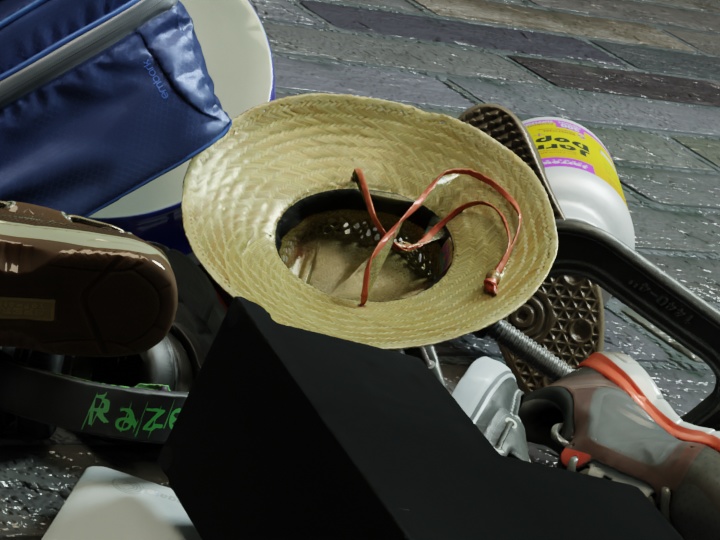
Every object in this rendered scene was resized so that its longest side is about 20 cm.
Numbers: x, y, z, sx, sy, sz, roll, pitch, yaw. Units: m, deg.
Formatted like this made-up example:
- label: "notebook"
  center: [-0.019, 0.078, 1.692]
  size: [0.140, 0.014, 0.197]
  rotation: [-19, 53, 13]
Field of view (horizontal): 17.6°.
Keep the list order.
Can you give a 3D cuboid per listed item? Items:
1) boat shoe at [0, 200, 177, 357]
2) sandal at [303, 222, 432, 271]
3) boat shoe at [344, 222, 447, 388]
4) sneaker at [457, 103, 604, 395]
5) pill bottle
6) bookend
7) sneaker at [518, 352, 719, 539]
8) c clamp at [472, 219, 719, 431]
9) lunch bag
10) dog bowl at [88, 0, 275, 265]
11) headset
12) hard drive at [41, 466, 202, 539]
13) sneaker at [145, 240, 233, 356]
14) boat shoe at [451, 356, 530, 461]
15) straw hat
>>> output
- label: "boat shoe"
  center: [-0.187, -0.002, 1.078]
  size: [0.201, 0.075, 0.075]
  rotation: [12, 19, -14]
- label: "sandal"
  center: [-0.008, -0.006, 1.430]
  size: [0.199, 0.082, 0.054]
  rotation: [-19, 14, -37]
- label: "boat shoe"
  center: [0.020, 0.021, 1.318]
  size: [0.056, 0.067, 0.201]
  rotation: [-6, 41, 4]
- label: "sneaker"
  center: [0.108, -0.005, 1.443]
  size: [0.070, 0.202, 0.076]
  rotation: [-15, -18, 4]
- label: "pill bottle"
  center: [0.133, -0.032, 1.588]
  size: [0.103, 0.105, 0.200]
  rotation: [16, 18, -5]
- label: "bookend"
  center: [0.041, 0.118, 1.025]
  size: [0.198, 0.093, 0.200]
  rotation: [14, 22, -34]
- label: "sneaker"
  center: [0.148, 0.117, 1.238]
  size: [0.081, 0.078, 0.200]
  rotation: [-18, 29, -19]
- label: "c clamp"
  center: [0.128, 0.045, 1.344]
  size: [0.199, 0.171, 0.027]
  rotation: [31, 41, -4]
- label: "lunch bag"
  center: [-0.185, -0.092, 1.218]
  size: [0.199, 0.133, 0.136]
  rotation: [-32, 18, -20]
- label: "dog bowl"
  center: [-0.148, -0.095, 1.368]
  size: [0.198, 0.079, 0.202]
  rotation: [1, 62, -2]
- label: "headset"
  center: [-0.137, 0.038, 1.148]
  size: [0.123, 0.095, 0.200]
  rotation: [8, 4, -29]
- label: "hard drive"
  center: [-0.081, 0.150, 0.989]
  size: [0.131, 0.026, 0.200]
  rotation: [18, 19, 1]
- label: "sneaker"
  center: [-0.060, 0.058, 1.230]
  size: [0.200, 0.077, 0.082]
  rotation: [39, 12, 32]
- label: "boat shoe"
  center: [0.058, 0.107, 1.188]
  size: [0.056, 0.069, 0.200]
  rotation: [23, 25, 8]
- label: "straw hat"
  center: [0.000, 0.000, 1.237]
  size: [0.199, 0.085, 0.202]
  rotation: [5, 46, -6]
